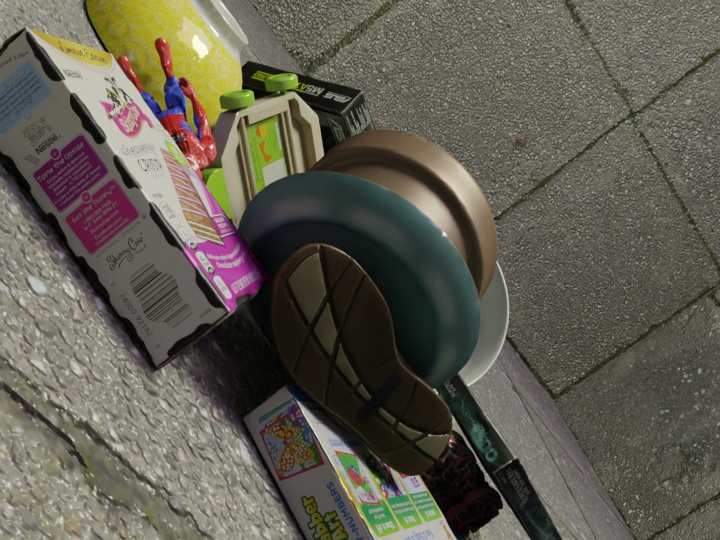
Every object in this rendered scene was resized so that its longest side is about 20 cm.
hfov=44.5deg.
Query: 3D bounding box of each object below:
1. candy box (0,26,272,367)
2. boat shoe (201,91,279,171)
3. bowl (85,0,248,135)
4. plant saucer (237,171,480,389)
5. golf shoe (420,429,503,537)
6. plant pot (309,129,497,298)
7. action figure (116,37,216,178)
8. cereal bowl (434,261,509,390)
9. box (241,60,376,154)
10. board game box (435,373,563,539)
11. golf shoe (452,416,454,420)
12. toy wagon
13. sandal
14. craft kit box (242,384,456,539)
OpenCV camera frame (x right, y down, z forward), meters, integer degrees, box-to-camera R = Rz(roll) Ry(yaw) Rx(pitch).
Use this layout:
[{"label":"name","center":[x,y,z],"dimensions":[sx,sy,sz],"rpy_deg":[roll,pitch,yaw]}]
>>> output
[{"label":"candy box","center":[-0.147,-0.049,0.567],"dimensions":[0.201,0.061,0.136],"rpy_deg":[54,9,-3]},{"label":"boat shoe","center":[-0.126,-0.128,0.909],"dimensions":[0.072,0.062,0.201],"rpy_deg":[64,29,-22]},{"label":"bowl","center":[-0.185,-0.243,0.944],"dimensions":[0.201,0.107,0.200],"rpy_deg":[52,8,-11]},{"label":"plant saucer","center":[-0.010,0.022,0.642],"dimensions":[0.201,0.199,0.028],"rpy_deg":[52,41,-16]},{"label":"golf shoe","center":[0.071,0.185,0.837],"dimensions":[0.092,0.072,0.201],"rpy_deg":[55,-2,37]},{"label":"plant pot","center":[0.000,0.000,0.767],"dimensions":[0.201,0.199,0.175],"rpy_deg":[53,40,-7]},{"label":"action figure","center":[-0.171,-0.136,0.770],"dimensions":[0.052,0.065,0.201],"rpy_deg":[77,-13,-49]},{"label":"cereal bowl","center":[0.063,0.041,0.978],"dimensions":[0.201,0.199,0.083],"rpy_deg":[53,-26,-5]},{"label":"box","center":[-0.050,-0.145,1.061],"dimensions":[0.192,0.048,0.201],"rpy_deg":[26,-28,37]},{"label":"board game box","center":[0.131,0.184,0.836],"dimensions":[0.201,0.028,0.136],"rpy_deg":[58,-1,-43]},{"label":"golf shoe","center":[0.081,0.137,1.059],"dimensions":[0.201,0.077,0.098],"rpy_deg":[-101,172,-53]},{"label":"toy wagon","center":[-0.099,-0.093,0.831],"dimensions":[0.199,0.039,0.158],"rpy_deg":[-35,123,-49]},{"label":"sandal","center":[-0.002,0.064,0.611],"dimensions":[0.201,0.082,0.054],"rpy_deg":[51,-11,-32]},{"label":"craft kit box","center":[0.017,0.182,0.632],"dimensions":[0.199,0.048,0.200],"rpy_deg":[55,9,20]}]
